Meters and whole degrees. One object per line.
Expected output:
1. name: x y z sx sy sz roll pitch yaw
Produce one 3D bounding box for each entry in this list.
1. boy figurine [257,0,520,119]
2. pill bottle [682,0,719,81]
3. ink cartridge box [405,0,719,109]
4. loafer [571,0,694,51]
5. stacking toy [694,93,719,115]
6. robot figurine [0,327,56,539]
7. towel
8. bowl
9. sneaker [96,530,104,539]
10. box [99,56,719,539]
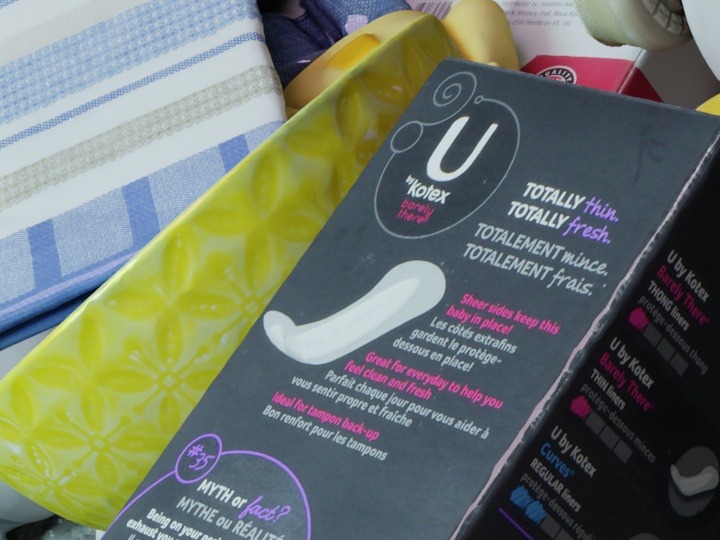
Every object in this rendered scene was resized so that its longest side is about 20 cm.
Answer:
1. boy figurine: 0.003 -0.069 1.093 0.124 0.065 0.200 -26 31 -10
2. pill bottle: 0.213 -0.130 1.034 0.200 0.109 0.109 -32 27 -33
3. ink cartridge box: 0.099 -0.102 1.173 0.145 0.083 0.200 6 56 46
4. loafer: 0.095 -0.145 1.095 0.068 0.076 0.200 -20 34 23
5. stacking toy: 0.125 -0.013 0.898 0.200 0.146 0.146 113 178 -57
6. robot figurine: -0.185 0.061 1.243 0.200 0.113 0.170 -16 82 31
7. towel: -0.100 -0.056 1.093 0.147 0.024 0.200 -25 41 5
8. bowl: -0.018 0.024 0.911 0.200 0.108 0.200 -42 0 0
9. sneaker: -0.069 0.113 1.131 0.080 0.070 0.200 -37 30 40
10. box: 0.033 0.057 0.788 0.122 0.106 0.200 19 69 49
